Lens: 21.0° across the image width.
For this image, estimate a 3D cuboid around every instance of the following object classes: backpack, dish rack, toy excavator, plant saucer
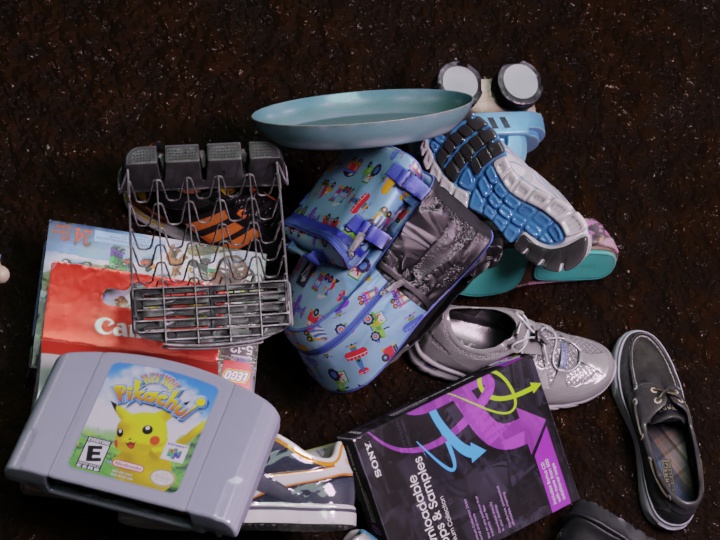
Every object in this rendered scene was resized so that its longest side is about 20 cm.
[{"bbox_3d":[0.000,0.000,1.714,0.134,0.183,0.200,40,88,-24],"label":"backpack"},{"bbox_3d":[-0.132,-0.021,1.676,0.152,0.055,0.201,-3,64,-5],"label":"dish rack"},{"bbox_3d":[0.092,-0.090,1.870,0.193,0.100,0.201,-4,72,-18],"label":"toy excavator"},{"bbox_3d":[0.002,-0.134,1.733,0.199,0.200,0.028,-9,103,-22],"label":"plant saucer"}]

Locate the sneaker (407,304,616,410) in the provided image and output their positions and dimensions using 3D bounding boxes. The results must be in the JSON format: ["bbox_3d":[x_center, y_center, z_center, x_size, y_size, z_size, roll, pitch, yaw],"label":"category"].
[{"bbox_3d":[0.146,0.076,1.795,0.199,0.082,0.075,8,60,-13],"label":"sneaker"}]

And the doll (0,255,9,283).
[{"bbox_3d":[-0.370,0.021,1.682,0.136,0.049,0.201,-4,64,-20],"label":"doll"}]

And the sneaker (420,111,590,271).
[{"bbox_3d":[0.136,-0.072,1.805,0.200,0.087,0.075,46,103,14],"label":"sneaker"}]

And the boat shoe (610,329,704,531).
[{"bbox_3d":[0.283,0.142,1.817,0.068,0.057,0.201,0,63,-17],"label":"boat shoe"}]

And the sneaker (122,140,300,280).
[{"bbox_3d":[-0.118,-0.056,1.779,0.199,0.090,0.070,21,58,-5],"label":"sneaker"}]

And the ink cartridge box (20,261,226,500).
[{"bbox_3d":[-0.196,0.100,1.657,0.161,0.050,0.202,8,84,-13],"label":"ink cartridge box"}]

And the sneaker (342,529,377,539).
[{"bbox_3d":[0.020,0.260,1.627,0.198,0.075,0.087,1,103,-8],"label":"sneaker"}]

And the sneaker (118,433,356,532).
[{"bbox_3d":[-0.102,0.176,1.613,0.199,0.078,0.080,2,77,-16],"label":"sneaker"}]

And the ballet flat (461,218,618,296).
[{"bbox_3d":[0.153,-0.019,1.866,0.199,0.069,0.071,-7,46,-25],"label":"ballet flat"}]

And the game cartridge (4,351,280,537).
[{"bbox_3d":[-0.173,0.134,1.574,0.199,0.041,0.134,12,51,11],"label":"game cartridge"}]

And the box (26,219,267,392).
[{"bbox_3d":[-0.188,0.039,1.723,0.199,0.038,0.138,8,70,-13],"label":"box"}]

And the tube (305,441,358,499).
[{"bbox_3d":[0.032,0.169,1.733,0.199,0.058,0.052,-12,23,-26],"label":"tube"}]

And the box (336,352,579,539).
[{"bbox_3d":[0.088,0.175,1.717,0.199,0.036,0.144,-23,99,-25],"label":"box"}]

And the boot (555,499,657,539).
[{"bbox_3d":[0.224,0.308,1.700,0.197,0.074,0.163,30,55,8],"label":"boot"}]
